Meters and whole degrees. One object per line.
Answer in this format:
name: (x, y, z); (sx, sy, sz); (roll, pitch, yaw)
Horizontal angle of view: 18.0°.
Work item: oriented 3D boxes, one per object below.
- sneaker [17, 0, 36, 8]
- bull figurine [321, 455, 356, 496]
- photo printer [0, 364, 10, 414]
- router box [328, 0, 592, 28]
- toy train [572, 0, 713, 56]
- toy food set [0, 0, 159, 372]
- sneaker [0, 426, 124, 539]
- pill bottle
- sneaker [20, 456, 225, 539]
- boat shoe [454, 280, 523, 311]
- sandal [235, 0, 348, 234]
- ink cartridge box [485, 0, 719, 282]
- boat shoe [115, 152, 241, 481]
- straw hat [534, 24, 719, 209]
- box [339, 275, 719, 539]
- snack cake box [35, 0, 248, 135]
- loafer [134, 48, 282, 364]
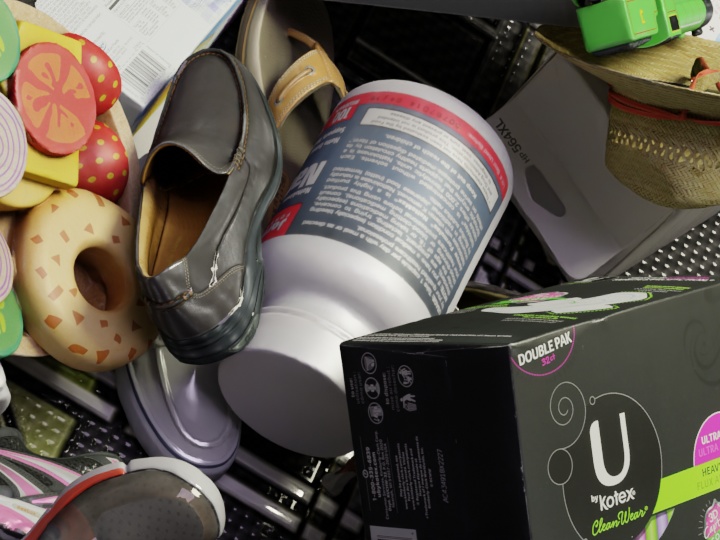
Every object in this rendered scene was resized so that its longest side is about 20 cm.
sneaker: (-0.203, -0.078, 1.297); (0.066, 0.090, 0.202); (-34, 108, -51)
bull figurine: (0.071, 0.091, 1.294); (0.199, 0.121, 0.065); (-11, 65, -50)
photo printer: (-0.295, 0.006, 1.201); (0.165, 0.069, 0.201); (-16, 72, -34)
router box: (0.072, -0.195, 1.403); (0.198, 0.053, 0.157); (9, 18, 20)
toy train: (0.168, -0.157, 1.312); (0.200, 0.041, 0.057); (-23, 98, -63)
toy food set: (-0.179, -0.049, 1.205); (0.197, 0.048, 0.202); (16, 69, -50)
sneaker: (-0.129, 0.140, 1.213); (0.199, 0.080, 0.087); (28, 44, -18)
pill bottle: (0.000, 0.000, 1.290); (0.119, 0.120, 0.201); (33, 54, -7)
sneaker: (-0.153, 0.167, 1.122); (0.077, 0.199, 0.082); (55, 11, -21)
boat shoe: (0.121, 0.060, 1.386); (0.198, 0.065, 0.074); (17, 58, -18)
sandal: (-0.037, -0.091, 1.378); (0.080, 0.054, 0.202); (35, 51, -42)
ink cartridge box: (0.182, -0.088, 1.459); (0.199, 0.125, 0.129); (-31, 80, -35)
boat shoe: (-0.103, 0.019, 1.294); (0.073, 0.065, 0.202); (-3, 66, -28)
straw hat: (0.192, -0.081, 1.327); (0.199, 0.086, 0.201); (9, 17, -3)
box: (0.108, 0.089, 1.172); (0.199, 0.124, 0.150); (-14, 99, -42)
snack cake box: (-0.134, -0.177, 1.383); (0.115, 0.067, 0.200); (38, 54, -2)
loafer: (-0.087, -0.050, 1.241); (0.072, 0.072, 0.201); (56, 24, -48)
